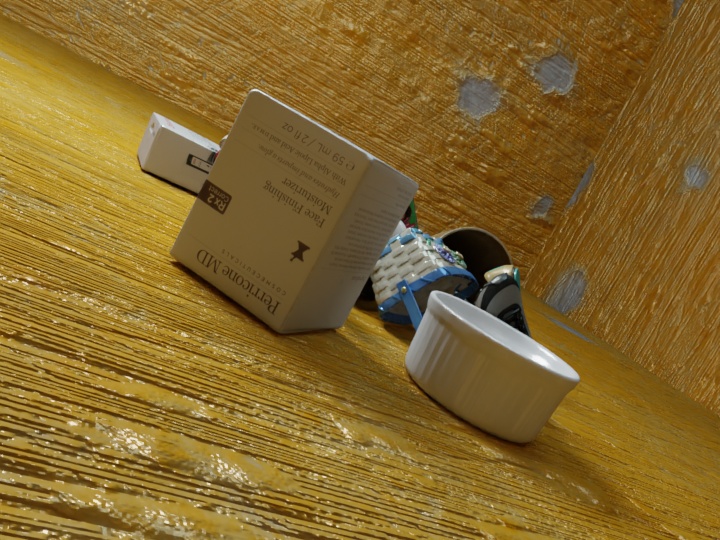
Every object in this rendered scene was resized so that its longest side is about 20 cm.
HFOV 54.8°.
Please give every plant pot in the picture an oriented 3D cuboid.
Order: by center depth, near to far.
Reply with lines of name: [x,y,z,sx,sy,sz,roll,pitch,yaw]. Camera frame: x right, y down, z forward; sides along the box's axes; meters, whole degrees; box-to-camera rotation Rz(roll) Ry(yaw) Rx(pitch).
plant pot: [0.150,0.013,1.260,0.185,0.188,0.200,26,-3,-19]

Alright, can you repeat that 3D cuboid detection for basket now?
basket: [0.102,0.045,1.018,0.176,0.138,0.202,12,53,-62]

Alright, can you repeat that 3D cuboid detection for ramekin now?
ramekin: [0.149,0.115,0.829,0.199,0.098,0.201,29,8,-4]

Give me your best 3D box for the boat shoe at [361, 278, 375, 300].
boat shoe: [-0.001,0.001,1.100,0.065,0.075,0.201,37,17,23]

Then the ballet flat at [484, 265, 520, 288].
ballet flat: [0.248,0.092,1.170,0.062,0.203,0.069,-8,4,21]

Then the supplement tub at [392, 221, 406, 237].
supplement tub: [-0.018,-0.062,1.217,0.132,0.133,0.199,35,10,36]

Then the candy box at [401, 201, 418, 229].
candy box: [0.053,-0.090,1.419,0.076,0.202,0.169,-21,27,-16]

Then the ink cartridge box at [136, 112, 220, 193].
ink cartridge box: [-0.284,-0.188,1.225,0.198,0.085,0.146,24,9,-27]

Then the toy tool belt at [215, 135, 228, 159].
toy tool belt: [-0.116,-0.172,1.105,0.198,0.126,0.123,25,51,12]

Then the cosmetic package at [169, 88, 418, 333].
cosmetic package: [-0.068,-0.058,0.772,0.164,0.202,0.165,32,8,20]

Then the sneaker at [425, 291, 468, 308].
sneaker: [0.180,0.104,1.129,0.200,0.075,0.087,43,3,13]

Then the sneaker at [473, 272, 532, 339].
sneaker: [0.211,0.090,0.964,0.079,0.073,0.202,39,-29,51]
